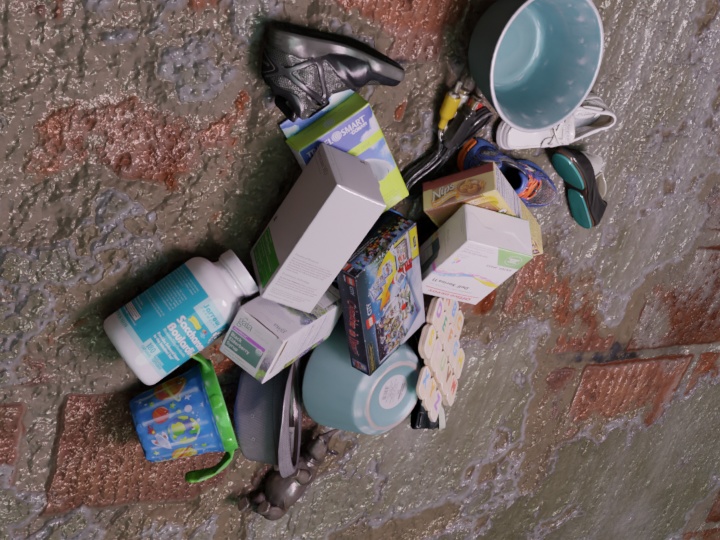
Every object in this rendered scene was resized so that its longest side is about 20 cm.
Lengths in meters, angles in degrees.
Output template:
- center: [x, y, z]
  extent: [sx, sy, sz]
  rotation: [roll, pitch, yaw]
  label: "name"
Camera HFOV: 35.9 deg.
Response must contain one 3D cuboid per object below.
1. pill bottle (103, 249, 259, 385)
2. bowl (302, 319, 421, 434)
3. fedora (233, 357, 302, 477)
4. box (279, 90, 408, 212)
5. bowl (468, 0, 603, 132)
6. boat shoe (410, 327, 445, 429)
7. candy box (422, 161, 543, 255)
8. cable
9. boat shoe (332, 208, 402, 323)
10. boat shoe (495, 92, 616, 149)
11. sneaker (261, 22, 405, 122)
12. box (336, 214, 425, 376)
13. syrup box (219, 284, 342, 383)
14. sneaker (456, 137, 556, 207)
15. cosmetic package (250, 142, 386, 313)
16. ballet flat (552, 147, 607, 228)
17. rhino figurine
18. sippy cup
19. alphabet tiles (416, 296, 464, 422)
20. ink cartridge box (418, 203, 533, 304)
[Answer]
- center: [-0.238, 0.056, 1.505]
  extent: [0.200, 0.111, 0.111]
  rotation: [-36, 132, -7]
  label: "pill bottle"
- center: [0.018, 0.174, 1.722]
  extent: [0.200, 0.105, 0.201]
  rotation: [-22, 125, -34]
  label: "bowl"
- center: [-0.138, 0.208, 1.662]
  extent: [0.090, 0.177, 0.201]
  rotation: [1, 106, 4]
  label: "fedora"
- center: [-0.019, -0.152, 1.553]
  extent: [0.122, 0.048, 0.200]
  rotation: [-36, 133, -8]
  label: "box"
- center: [0.229, -0.305, 1.555]
  extent: [0.200, 0.105, 0.201]
  rotation: [-17, 122, -29]
  label: "bowl"
- center: [0.095, 0.185, 1.831]
  extent: [0.066, 0.075, 0.200]
  rotation: [-13, 128, -3]
  label: "boat shoe"
- center: [0.186, -0.077, 1.675]
  extent: [0.115, 0.055, 0.200]
  rotation: [-16, 147, 23]
  label: "candy box"
- center: [0.123, -0.190, 1.638]
  extent: [0.097, 0.050, 0.200]
  rotation: [2, 131, -50]
  label: "cable"
- center: [0.000, 0.000, 1.648]
  extent: [0.084, 0.069, 0.200]
  rotation: [21, 106, -40]
  label: "boat shoe"
- center: [0.302, -0.223, 1.696]
  extent: [0.200, 0.069, 0.071]
  rotation: [-19, 128, -21]
  label: "boat shoe"
- center: [-0.041, -0.249, 1.458]
  extent: [0.199, 0.076, 0.114]
  rotation: [4, 118, -31]
  label: "sneaker"
- center: [0.032, 0.037, 1.601]
  extent: [0.137, 0.038, 0.200]
  rotation: [-41, 141, -32]
  label: "box"
- center: [-0.103, 0.074, 1.552]
  extent: [0.200, 0.079, 0.082]
  rotation: [-33, 155, -58]
  label: "syrup box"
- center: [0.233, -0.135, 1.703]
  extent: [0.200, 0.078, 0.075]
  rotation: [16, 110, -38]
  label: "sneaker"
- center: [-0.060, -0.055, 1.499]
  extent: [0.085, 0.108, 0.200]
  rotation: [20, 119, -28]
  label: "cosmetic package"
- center: [0.357, -0.149, 1.789]
  extent: [0.068, 0.068, 0.200]
  rotation: [-46, 143, -12]
  label: "ballet flat"
- center: [-0.105, 0.327, 1.799]
  extent: [0.200, 0.060, 0.087]
  rotation: [-47, 152, 2]
  label: "rhino figurine"
- center: [-0.256, 0.210, 1.590]
  extent: [0.130, 0.178, 0.140]
  rotation: [-18, 165, -9]
  label: "sippy cup"
- center: [0.131, 0.131, 1.763]
  extent: [0.200, 0.015, 0.196]
  rotation: [63, 39, -52]
  label: "alphabet tiles"
- center: [0.154, -0.012, 1.664]
  extent: [0.117, 0.067, 0.200]
  rotation: [13, 147, -23]
  label: "ink cartridge box"
